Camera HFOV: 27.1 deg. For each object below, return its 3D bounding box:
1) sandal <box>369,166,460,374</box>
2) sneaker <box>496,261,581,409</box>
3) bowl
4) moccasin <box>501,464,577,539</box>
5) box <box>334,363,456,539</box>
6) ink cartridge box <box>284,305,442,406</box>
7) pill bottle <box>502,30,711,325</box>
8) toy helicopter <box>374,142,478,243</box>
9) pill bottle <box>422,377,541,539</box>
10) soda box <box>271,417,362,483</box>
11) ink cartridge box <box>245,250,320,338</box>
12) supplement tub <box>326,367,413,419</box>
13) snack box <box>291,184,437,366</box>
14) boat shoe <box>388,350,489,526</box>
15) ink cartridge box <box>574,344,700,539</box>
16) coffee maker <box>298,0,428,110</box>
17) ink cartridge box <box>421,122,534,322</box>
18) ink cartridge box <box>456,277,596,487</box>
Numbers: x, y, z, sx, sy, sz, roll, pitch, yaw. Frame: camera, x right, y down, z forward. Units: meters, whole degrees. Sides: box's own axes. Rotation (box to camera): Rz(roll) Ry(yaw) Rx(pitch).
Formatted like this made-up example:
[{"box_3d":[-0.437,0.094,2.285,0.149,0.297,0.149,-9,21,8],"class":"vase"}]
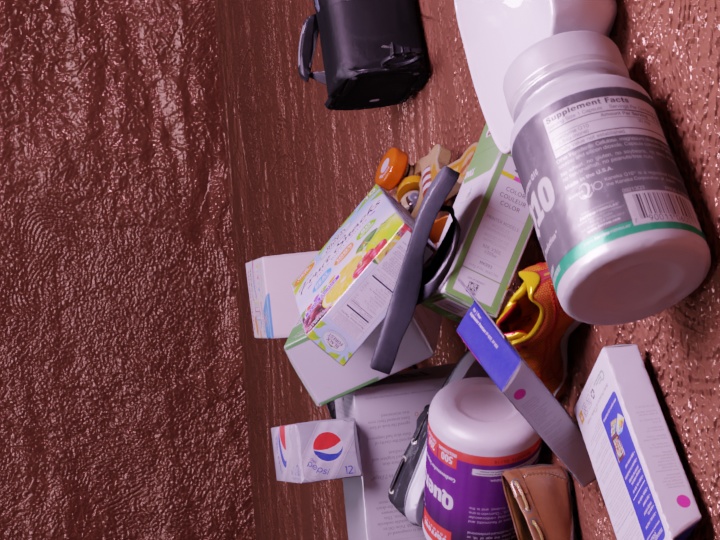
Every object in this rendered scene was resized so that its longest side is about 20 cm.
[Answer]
[{"box_3d":[0.057,0.000,1.336,0.076,0.043,0.201,-70,-3,-69],"class":"sandal"},{"box_3d":[0.152,0.059,1.347,0.201,0.077,0.073,95,161,-46],"class":"sneaker"},{"box_3d":[0.148,-0.221,1.244,0.200,0.074,0.201,105,157,-58],"class":"bowl"},{"box_3d":[0.168,0.280,1.372,0.074,0.077,0.202,145,118,-76],"class":"moccasin"},{"box_3d":[0.061,0.214,1.648,0.106,0.151,0.201,-171,76,-76],"class":"box"},{"box_3d":[0.012,0.046,1.633,0.085,0.146,0.200,59,-162,-16],"class":"ink cartridge box"},{"box_3d":[0.175,-0.071,1.103,0.113,0.112,0.201,103,157,-56],"class":"pill bottle"},{"box_3d":[0.078,-0.078,1.578,0.200,0.079,0.133,-30,39,59],"class":"toy helicopter"},{"box_3d":[0.119,0.213,1.481,0.113,0.112,0.201,-116,24,-57],"class":"pill bottle"},{"box_3d":[-0.051,0.198,1.639,0.200,0.068,0.064,147,117,-78],"class":"soda box"},{"box_3d":[-0.105,0.040,2.361,0.200,0.125,0.129,166,97,-77],"class":"ink cartridge box"},{"box_3d":[0.019,0.163,1.879,0.200,0.122,0.123,-113,22,-56],"class":"supplement tub"},{"box_3d":[0.000,0.000,1.469,0.142,0.053,0.200,-48,14,6],"class":"snack box"},{"box_3d":[0.083,0.167,1.556,0.057,0.068,0.201,25,93,45],"class":"boat shoe"},{"box_3d":[0.218,0.166,1.161,0.095,0.037,0.201,103,160,-53],"class":"ink cartridge box"},{"box_3d":[0.015,-0.308,1.731,0.192,0.134,0.201,-23,73,52],"class":"coffee maker"},{"box_3d":[0.124,-0.054,1.382,0.104,0.059,0.201,156,137,-77],"class":"ink cartridge box"},{"box_3d":[0.138,0.097,1.267,0.200,0.037,0.095,52,-178,-38],"class":"ink cartridge box"}]
